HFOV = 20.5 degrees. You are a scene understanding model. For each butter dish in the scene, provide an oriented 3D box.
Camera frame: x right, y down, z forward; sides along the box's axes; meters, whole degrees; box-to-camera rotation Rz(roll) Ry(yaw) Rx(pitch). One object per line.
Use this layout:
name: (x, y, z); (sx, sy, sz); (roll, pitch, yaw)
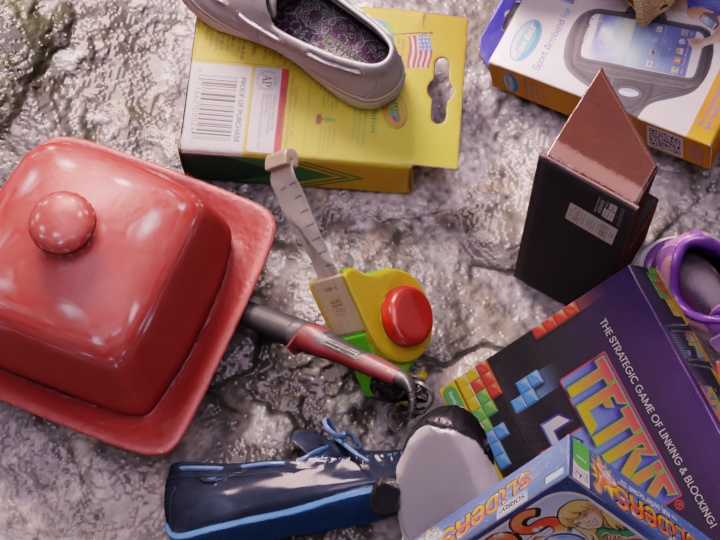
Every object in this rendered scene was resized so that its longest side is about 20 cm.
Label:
butter dish: (-0.185, -0.007, 1.338); (0.199, 0.148, 0.201); (20, 71, 15)

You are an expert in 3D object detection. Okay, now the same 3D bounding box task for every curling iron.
curling iron: (-0.035, 0.055, 1.357); (0.199, 0.050, 0.026); (25, 42, 28)

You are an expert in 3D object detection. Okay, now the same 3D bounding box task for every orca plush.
orca plush: (0.075, 0.160, 1.287); (0.105, 0.201, 0.071); (-6, 30, 31)

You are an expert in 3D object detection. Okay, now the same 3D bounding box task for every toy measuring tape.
toy measuring tape: (0.000, 0.000, 1.363); (0.073, 0.074, 0.201); (-27, 101, -9)

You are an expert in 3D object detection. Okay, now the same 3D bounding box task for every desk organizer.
desk organizer: (0.159, -0.046, 1.332); (0.072, 0.200, 0.077); (30, 71, 11)

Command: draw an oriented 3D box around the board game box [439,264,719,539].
board game box: (0.167, 0.124, 1.304); (0.165, 0.057, 0.201); (-36, 70, 25)

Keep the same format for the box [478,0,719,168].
box: (0.187, -0.164, 1.446); (0.199, 0.042, 0.119); (23, 71, 16)

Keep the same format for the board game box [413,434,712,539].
board game box: (0.103, 0.194, 1.230); (0.135, 0.200, 0.035); (36, 35, -23)

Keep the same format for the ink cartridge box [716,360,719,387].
ink cartridge box: (0.337, 0.102, 1.312); (0.199, 0.050, 0.110); (-4, 88, -20)

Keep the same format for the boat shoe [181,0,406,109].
boat shoe: (-0.056, -0.186, 1.398); (0.200, 0.069, 0.072); (40, 75, 14)

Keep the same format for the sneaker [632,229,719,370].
sneaker: (0.263, 0.050, 1.355); (0.080, 0.089, 0.200); (-35, 76, -14)

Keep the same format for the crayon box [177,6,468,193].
crayon box: (-0.025, -0.126, 1.439); (0.199, 0.051, 0.128); (5, 69, 3)

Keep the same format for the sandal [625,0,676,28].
sandal: (0.191, -0.207, 1.416); (0.211, 0.078, 0.070); (1, 84, 16)

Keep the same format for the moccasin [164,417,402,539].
moccasin: (-0.036, 0.135, 1.330); (0.199, 0.081, 0.069); (-9, 66, -4)
